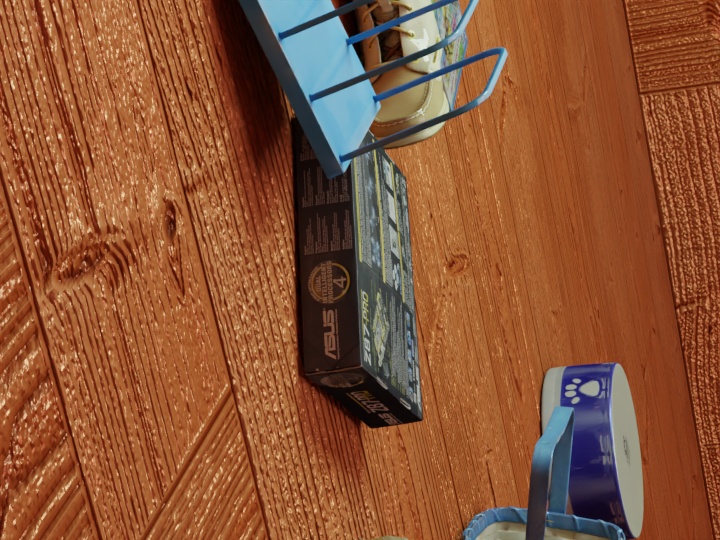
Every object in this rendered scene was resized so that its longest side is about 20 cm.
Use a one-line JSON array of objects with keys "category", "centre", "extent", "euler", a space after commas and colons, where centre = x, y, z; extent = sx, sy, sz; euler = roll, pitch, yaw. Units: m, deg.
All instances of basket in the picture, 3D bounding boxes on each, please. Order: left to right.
[{"category": "basket", "centre": [0.163, 0.231, 1.922], "extent": [0.176, 0.139, 0.200], "euler": [-38, 130, -72]}]

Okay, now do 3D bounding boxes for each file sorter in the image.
[{"category": "file sorter", "centre": [0.000, -0.191, 1.459], "extent": [0.200, 0.123, 0.139], "euler": [64, 20, -17]}]

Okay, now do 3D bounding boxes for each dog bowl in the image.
[{"category": "dog bowl", "centre": [0.259, 0.203, 2.425], "extent": [0.200, 0.079, 0.200], "euler": [-7, 90, -76]}]

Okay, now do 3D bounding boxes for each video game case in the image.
[{"category": "video game case", "centre": [0.064, -0.266, 2.030], "extent": [0.143, 0.018, 0.200], "euler": [-76, 155, -55]}]

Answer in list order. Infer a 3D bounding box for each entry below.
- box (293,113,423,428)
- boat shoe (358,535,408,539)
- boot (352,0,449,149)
[{"category": "box", "centre": [0.000, 0.000, 1.594], "extent": [0.161, 0.049, 0.200], "euler": [49, 36, -67]}, {"category": "boat shoe", "centre": [0.025, 0.270, 1.483], "extent": [0.075, 0.068, 0.200], "euler": [-123, -163, -60]}, {"category": "boot", "centre": [0.021, -0.200, 1.727], "extent": [0.200, 0.072, 0.155], "euler": [-85, 162, -56]}]
